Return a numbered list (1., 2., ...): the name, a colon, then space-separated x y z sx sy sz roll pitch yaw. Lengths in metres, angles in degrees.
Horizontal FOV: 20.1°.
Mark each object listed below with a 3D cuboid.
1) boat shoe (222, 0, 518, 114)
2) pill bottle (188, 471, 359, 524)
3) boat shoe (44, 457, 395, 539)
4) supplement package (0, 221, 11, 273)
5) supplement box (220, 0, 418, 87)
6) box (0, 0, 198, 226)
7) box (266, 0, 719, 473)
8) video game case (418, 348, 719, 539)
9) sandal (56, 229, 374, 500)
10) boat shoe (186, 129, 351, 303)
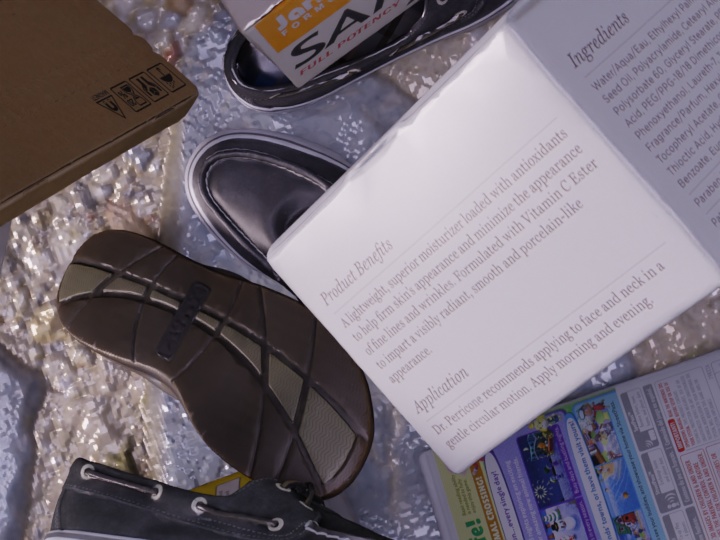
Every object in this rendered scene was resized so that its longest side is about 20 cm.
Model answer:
1. boat shoe: 0.019 -0.138 0.966 0.199 0.066 0.070 -26 92 6
2. pill bottle: -0.094 0.169 0.974 0.199 0.111 0.112 -21 92 5
3. boat shoe: -0.046 0.117 0.884 0.199 0.069 0.057 4 74 16
4. supplement package: -0.230 -0.053 0.912 0.119 0.200 0.122 -11 123 5
5. supplement box: -0.038 -0.203 0.930 0.126 0.074 0.201 -35 66 6
6. box: -0.171 -0.099 0.850 0.163 0.200 0.021 41 117 3
7. box: 0.099 -0.048 0.862 0.131 0.200 0.199 48 139 0
8. video game case: 0.139 0.151 0.958 0.181 0.022 0.201 -19 67 6
9. sandal: -0.066 0.045 0.970 0.199 0.055 0.082 26 81 34
10. boat shoe: 0.000 0.000 0.969 0.200 0.066 0.070 38 95 2
